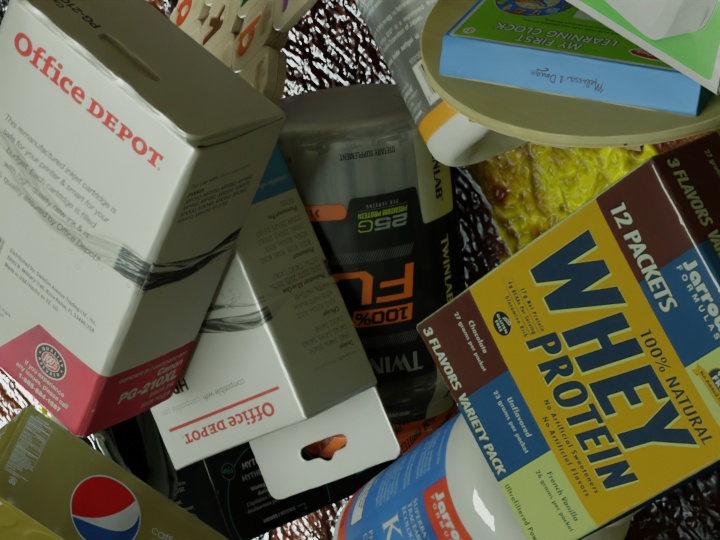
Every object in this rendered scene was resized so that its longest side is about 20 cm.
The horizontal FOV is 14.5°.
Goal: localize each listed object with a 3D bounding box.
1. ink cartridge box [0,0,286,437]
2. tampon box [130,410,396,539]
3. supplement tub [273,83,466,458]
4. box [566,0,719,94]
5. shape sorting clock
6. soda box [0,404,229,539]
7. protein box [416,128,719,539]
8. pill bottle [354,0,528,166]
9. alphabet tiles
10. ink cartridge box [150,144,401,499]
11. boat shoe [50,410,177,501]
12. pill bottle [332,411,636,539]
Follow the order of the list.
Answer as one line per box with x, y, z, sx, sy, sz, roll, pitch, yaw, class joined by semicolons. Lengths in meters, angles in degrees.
-0.143;-0.037;1.517;0.145;0.084;0.201;39;124;22;ink cartridge box
-0.093;0.063;1.748;0.126;0.149;0.201;-18;91;49;tampon box
0.000;0.000;1.639;0.122;0.122;0.201;9;112;46;supplement tub
0.163;-0.185;1.338;0.200;0.176;0.097;36;129;33;box
0.129;-0.116;1.390;0.200;0.200;0.039;26;133;40;shape sorting clock
-0.137;0.165;1.625;0.200;0.064;0.068;36;142;-14;soda box
0.177;0.019;1.385;0.200;0.198;0.135;-37;78;49;protein box
0.050;-0.167;1.521;0.116;0.116;0.201;-36;76;49;pill bottle
-0.066;-0.157;1.647;0.196;0.015;0.201;-41;37;47;alphabet tiles
-0.070;0.034;1.582;0.116;0.067;0.201;-23;90;41;ink cartridge box
-0.154;0.047;1.649;0.063;0.071;0.201;-6;107;47;boat shoe
0.077;0.128;1.526;0.200;0.112;0.113;-43;72;49;pill bottle
